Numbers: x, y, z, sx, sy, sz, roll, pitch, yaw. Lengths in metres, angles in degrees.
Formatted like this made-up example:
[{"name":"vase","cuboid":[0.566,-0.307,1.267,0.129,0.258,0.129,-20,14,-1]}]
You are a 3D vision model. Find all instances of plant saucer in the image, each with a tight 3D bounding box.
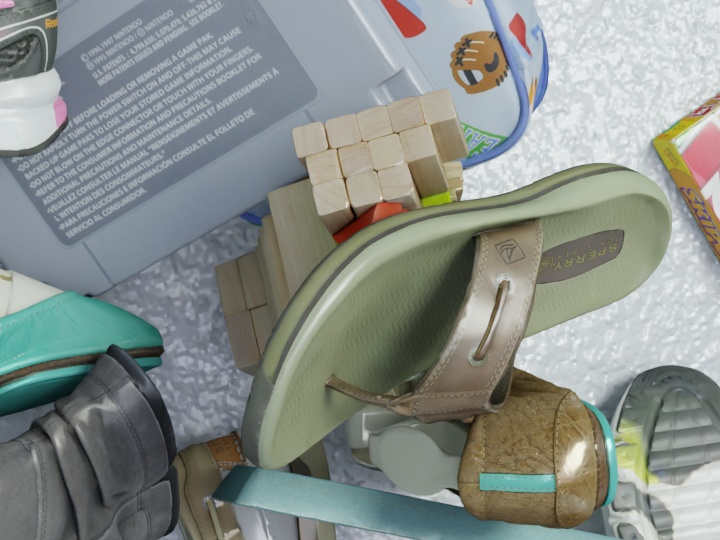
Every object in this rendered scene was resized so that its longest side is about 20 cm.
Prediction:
[{"name":"plant saucer","cuboid":[0.043,0.104,0.812,0.199,0.070,0.019,13,83,-11]}]

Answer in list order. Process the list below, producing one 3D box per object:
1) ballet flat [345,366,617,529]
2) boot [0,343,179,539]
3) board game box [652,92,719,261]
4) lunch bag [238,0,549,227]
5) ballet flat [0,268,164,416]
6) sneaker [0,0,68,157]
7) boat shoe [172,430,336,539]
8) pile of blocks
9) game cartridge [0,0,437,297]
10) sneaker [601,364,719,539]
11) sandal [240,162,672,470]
[{"name":"ballet flat","cuboid":[0.035,0.065,0.803,0.072,0.200,0.068,-6,99,-14]},{"name":"boot","cuboid":[-0.128,0.128,0.797,0.131,0.200,0.070,-29,61,-34]},{"name":"board game box","cuboid":[0.225,-0.001,0.946,0.095,0.030,0.200,-34,104,-11]},{"name":"lunch bag","cuboid":[-0.022,-0.124,0.809,0.160,0.076,0.201,-16,107,21]},{"name":"ballet flat","cuboid":[-0.163,0.032,0.774,0.200,0.067,0.071,-19,85,-40]},{"name":"sneaker","cuboid":[-0.204,-0.104,0.763,0.199,0.080,0.087,8,106,0]},{"name":"boat shoe","cuboid":[-0.045,0.168,0.856,0.068,0.075,0.201,-4,84,-15]},{"name":"pile of blocks","cuboid":[0.000,0.000,0.785,0.082,0.200,0.062,-8,73,-19]},{"name":"game cartridge","cuboid":[-0.084,-0.077,0.791,0.200,0.041,0.134,-28,107,27]},{"name":"sneaker","cuboid":[0.139,0.144,0.908,0.074,0.085,0.201,0,72,-9]},{"name":"sandal","cuboid":[0.044,0.016,0.717,0.200,0.057,0.080,-23,140,-29]}]
